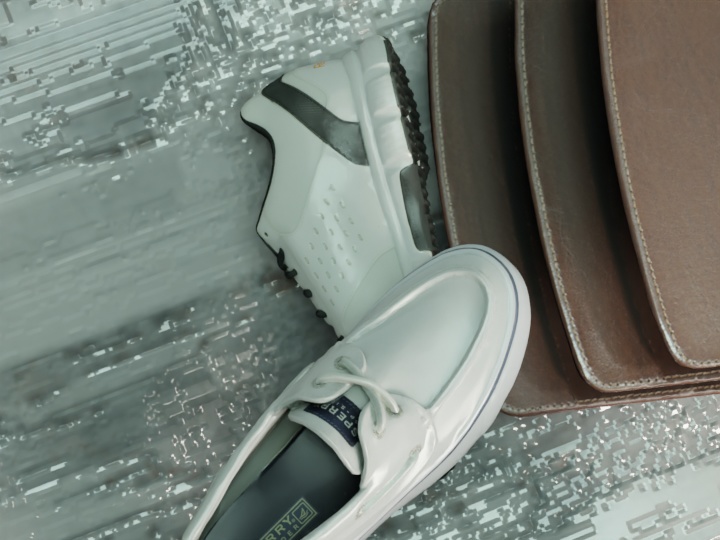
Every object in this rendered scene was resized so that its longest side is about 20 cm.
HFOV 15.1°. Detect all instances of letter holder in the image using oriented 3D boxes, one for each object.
[{"bbox_3d":[0.114,-0.045,1.209,0.142,0.101,0.201,-6,79,-15],"label":"letter holder"}]

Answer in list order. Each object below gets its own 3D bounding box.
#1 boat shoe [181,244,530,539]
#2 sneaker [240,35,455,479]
[{"bbox_3d":[-0.003,0.070,1.129,0.074,0.065,0.200,35,86,18],"label":"boat shoe"},{"bbox_3d":[0.000,0.000,1.214,0.080,0.074,0.201,-14,78,6],"label":"sneaker"}]
